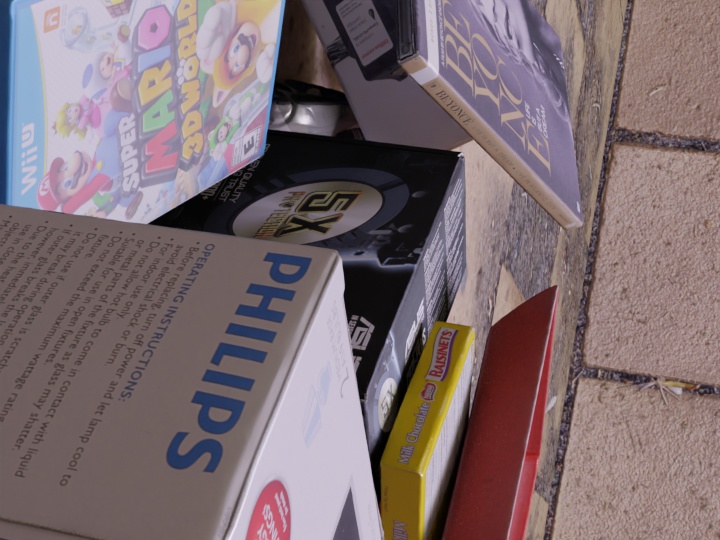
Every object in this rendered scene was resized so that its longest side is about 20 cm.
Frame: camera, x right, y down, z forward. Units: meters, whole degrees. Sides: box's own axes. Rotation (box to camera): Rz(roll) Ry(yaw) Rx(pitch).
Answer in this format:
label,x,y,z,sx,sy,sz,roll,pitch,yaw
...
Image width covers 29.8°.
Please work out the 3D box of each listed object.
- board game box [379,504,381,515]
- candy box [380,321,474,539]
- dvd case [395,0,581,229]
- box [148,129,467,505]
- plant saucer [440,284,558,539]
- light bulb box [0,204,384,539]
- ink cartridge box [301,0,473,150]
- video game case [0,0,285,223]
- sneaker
label,x,y,z,sx,sy,sz,roll,pitch,yaw
board game box,-0.042,0.154,0.815,0.040,0.152,0.201,-62,154,-50
candy box,0.034,0.133,0.724,0.103,0.026,0.201,-68,163,-46
dvd case,0.077,-0.132,0.804,0.200,0.016,0.150,37,43,-47
box,-0.044,0.018,0.722,0.201,0.162,0.087,-65,157,-45
plant saucer,0.073,0.140,0.762,0.201,0.036,0.201,86,17,-55
light bulb box,-0.104,0.089,0.476,0.199,0.198,0.125,82,22,-45
ink cartridge box,0.027,-0.180,0.874,0.201,0.084,0.145,65,25,-11
video game case,-0.098,-0.085,0.622,0.200,0.018,0.144,-38,146,-50
sneaker,-0.035,-0.079,0.900,0.200,0.077,0.086,-12,119,-66
